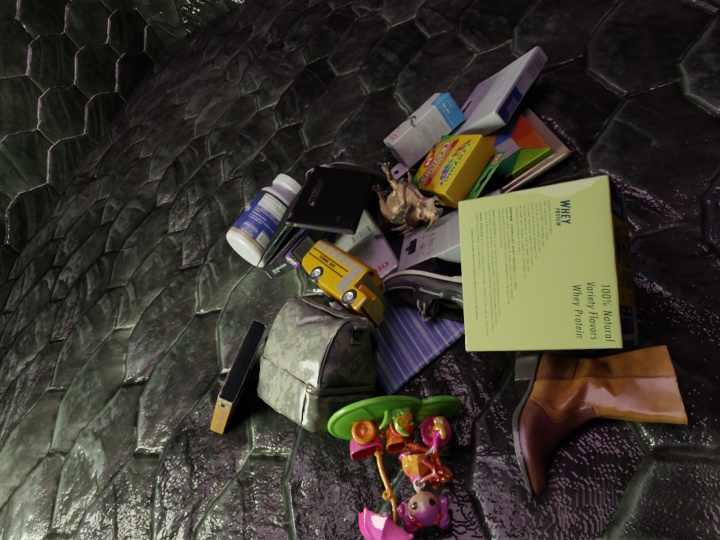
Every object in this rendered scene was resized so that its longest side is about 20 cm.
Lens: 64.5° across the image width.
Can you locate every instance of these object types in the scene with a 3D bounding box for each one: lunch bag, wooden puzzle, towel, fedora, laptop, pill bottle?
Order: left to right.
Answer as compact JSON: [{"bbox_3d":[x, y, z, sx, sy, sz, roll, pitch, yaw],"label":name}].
[{"bbox_3d":[-0.214,-0.120,1.340,0.114,0.116,0.202,15,62,45],"label":"pill bottle"},{"bbox_3d":[-0.083,-0.097,1.078,0.193,0.119,0.190,8,42,9],"label":"laptop"},{"bbox_3d":[-0.064,0.140,0.901,0.198,0.136,0.174,16,99,53],"label":"lunch bag"},{"bbox_3d":[-0.034,-0.156,1.210,0.198,0.172,0.094,1,80,56],"label":"fedora"},{"bbox_3d":[0.094,0.099,0.957,0.198,0.024,0.146,-40,43,3],"label":"towel"},{"bbox_3d":[0.280,-0.224,1.094,0.182,0.037,0.203,-33,39,11],"label":"wooden puzzle"}]

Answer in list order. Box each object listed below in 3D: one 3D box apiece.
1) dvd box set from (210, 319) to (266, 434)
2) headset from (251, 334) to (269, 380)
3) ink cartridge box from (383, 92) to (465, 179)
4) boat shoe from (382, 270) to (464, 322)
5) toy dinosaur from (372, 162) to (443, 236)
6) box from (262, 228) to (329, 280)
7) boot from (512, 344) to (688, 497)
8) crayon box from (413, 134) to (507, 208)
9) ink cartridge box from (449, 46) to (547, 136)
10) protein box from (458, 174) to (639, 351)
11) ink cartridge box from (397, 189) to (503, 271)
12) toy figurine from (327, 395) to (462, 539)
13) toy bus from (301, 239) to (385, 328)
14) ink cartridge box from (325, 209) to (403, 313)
[{"bbox_3d":[-0.220,0.194,1.018,0.201,0.029,0.149,120,171,-56],"label":"dvd box set"},{"bbox_3d":[-0.132,0.136,1.048,0.120,0.095,0.203,-8,39,34],"label":"headset"},{"bbox_3d":[0.120,-0.290,1.230,0.199,0.067,0.116,-41,17,5],"label":"ink cartridge box"},{"bbox_3d":[0.114,0.047,0.915,0.194,0.073,0.064,3,58,31],"label":"boat shoe"},{"bbox_3d":[0.076,-0.117,1.089,0.083,0.200,0.140,-6,77,-16],"label":"toy dinosaur"},{"bbox_3d":[-0.119,-0.054,1.162,0.144,0.036,0.199,-50,11,-24],"label":"box"},{"bbox_3d":[0.290,0.185,0.700,0.194,0.070,0.191,-6,42,25],"label":"boot"},{"bbox_3d":[0.176,-0.189,1.075,0.129,0.050,0.199,-56,23,-2],"label":"crayon box"},{"bbox_3d":[0.273,-0.350,1.192,0.202,0.040,0.199,-55,18,-19],"label":"ink cartridge box"},{"bbox_3d":[0.250,0.002,0.762,0.195,0.133,0.207,-7,82,34],"label":"protein box"},{"bbox_3d":[0.166,-0.056,0.983,0.196,0.058,0.164,-29,18,21],"label":"ink cartridge box"},{"bbox_3d":[0.061,0.281,0.757,0.193,0.152,0.189,-9,57,-2],"label":"toy figurine"},{"bbox_3d":[-0.024,0.020,0.959,0.078,0.066,0.198,-46,39,-10],"label":"toy bus"},{"bbox_3d":[0.000,0.000,1.074,0.145,0.086,0.202,-35,40,6],"label":"ink cartridge box"}]
